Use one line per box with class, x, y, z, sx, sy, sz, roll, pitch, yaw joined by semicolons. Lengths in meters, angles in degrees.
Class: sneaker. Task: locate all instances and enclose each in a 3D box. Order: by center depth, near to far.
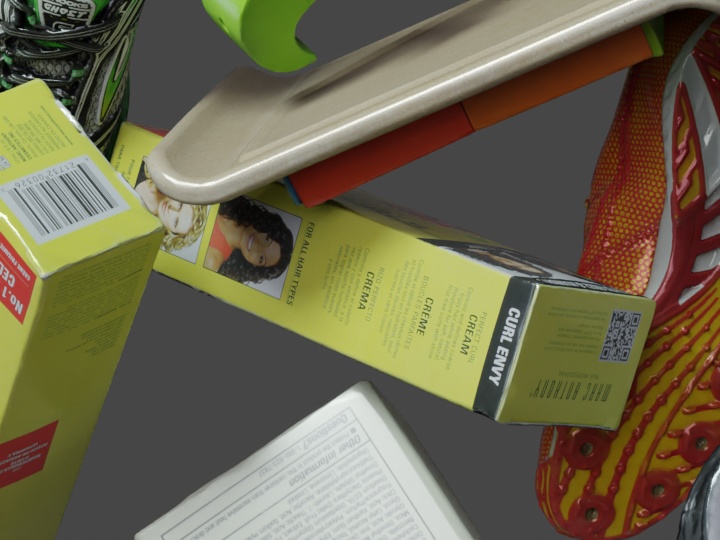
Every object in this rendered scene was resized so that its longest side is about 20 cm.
sneaker;-0.115;-0.087;0.856;0.078;0.085;0.200;11;107;-7
sneaker;0.109;0.001;0.863;0.073;0.077;0.200;18;92;-17

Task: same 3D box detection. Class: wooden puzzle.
wooden puzzle;0.038;-0.072;0.838;0.200;0.185;0.037;-18;102;12

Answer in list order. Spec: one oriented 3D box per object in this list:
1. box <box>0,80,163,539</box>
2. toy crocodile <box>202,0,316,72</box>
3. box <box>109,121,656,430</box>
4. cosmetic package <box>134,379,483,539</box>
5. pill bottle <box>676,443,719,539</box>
box;-0.128;0.031;0.834;0.050;0.200;0.075;-25;65;-36
toy crocodile;0.011;-0.160;0.831;0.068;0.062;0.200;25;80;50
box;0.000;0.000;0.842;0.200;0.075;0.050;22;99;40
cosmetic package;0.020;0.150;0.830;0.104;0.073;0.200;-33;70;2
pill bottle;0.156;0.098;0.744;0.112;0.200;0.112;-4;73;12
